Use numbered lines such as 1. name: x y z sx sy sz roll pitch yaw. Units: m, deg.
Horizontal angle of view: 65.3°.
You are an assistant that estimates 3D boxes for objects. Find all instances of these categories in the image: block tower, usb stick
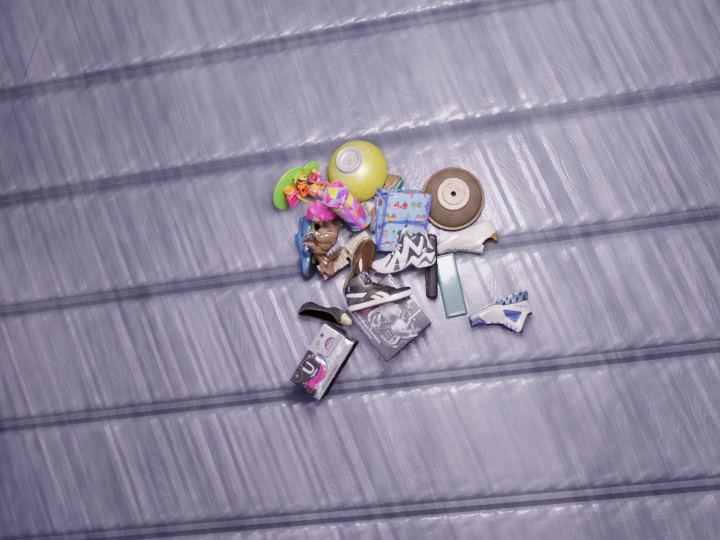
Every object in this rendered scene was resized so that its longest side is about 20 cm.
1. block tower: -0.041 -0.049 1.780 0.199 0.054 0.058 -35 83 3
2. usb stick: 0.217 -0.014 1.727 0.032 0.055 0.203 -6 99 -23

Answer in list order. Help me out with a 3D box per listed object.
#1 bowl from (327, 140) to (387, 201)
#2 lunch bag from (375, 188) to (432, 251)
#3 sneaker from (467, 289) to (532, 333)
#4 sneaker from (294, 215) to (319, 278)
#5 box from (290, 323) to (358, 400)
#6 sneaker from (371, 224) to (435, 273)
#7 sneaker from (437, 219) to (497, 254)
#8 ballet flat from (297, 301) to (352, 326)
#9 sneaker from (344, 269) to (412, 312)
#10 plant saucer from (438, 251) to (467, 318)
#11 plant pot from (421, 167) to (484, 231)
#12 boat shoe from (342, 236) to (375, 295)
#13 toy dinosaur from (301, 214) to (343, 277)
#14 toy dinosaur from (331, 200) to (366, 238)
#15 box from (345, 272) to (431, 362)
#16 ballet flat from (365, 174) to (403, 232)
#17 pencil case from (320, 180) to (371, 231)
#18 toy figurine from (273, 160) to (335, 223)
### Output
1. bowl: -0.023 -0.325 1.752 0.198 0.108 0.203 -4 77 18
2. lunch bag: 0.124 -0.144 1.731 0.149 0.094 0.202 -1 107 -20
3. sneaker: 0.433 0.146 1.691 0.198 0.081 0.116 -24 81 3
4. sneaker: -0.173 -0.075 1.798 0.078 0.066 0.203 3 86 21
5. box: -0.109 0.274 1.722 0.114 0.132 0.201 31 89 9
6. sneaker: 0.120 -0.069 1.687 0.197 0.079 0.131 -8 99 25
7. sneaker: 0.328 -0.080 1.725 0.198 0.073 0.085 -24 78 4
8. ballet flat: -0.107 0.143 1.736 0.198 0.067 0.057 11 44 37
9. sneaker: 0.047 0.045 1.648 0.198 0.073 0.113 -15 83 7
10. plant saucer: 0.279 0.045 1.751 0.069 0.019 0.202 -12 85 6
11. plant pot: 0.285 -0.226 1.735 0.198 0.093 0.204 -1 86 8
12. boat shoe: 0.006 0.001 1.730 0.074 0.075 0.204 9 110 -20
13. toy dinosaur: -0.102 -0.088 1.693 0.134 0.086 0.201 20 132 -6
14. toy dinosaur: -0.030 -0.157 1.794 0.199 0.047 0.088 -37 75 0
15. box: 0.088 0.143 1.723 0.182 0.104 0.200 -41 81 1
16. ballet flat: 0.062 -0.219 1.777 0.072 0.068 0.201 27 87 17
17. pencil case: -0.039 -0.187 1.676 0.087 0.200 0.089 -9 68 24
18. toy figurine: -0.139 -0.227 1.748 0.183 0.151 0.200 36 65 23
